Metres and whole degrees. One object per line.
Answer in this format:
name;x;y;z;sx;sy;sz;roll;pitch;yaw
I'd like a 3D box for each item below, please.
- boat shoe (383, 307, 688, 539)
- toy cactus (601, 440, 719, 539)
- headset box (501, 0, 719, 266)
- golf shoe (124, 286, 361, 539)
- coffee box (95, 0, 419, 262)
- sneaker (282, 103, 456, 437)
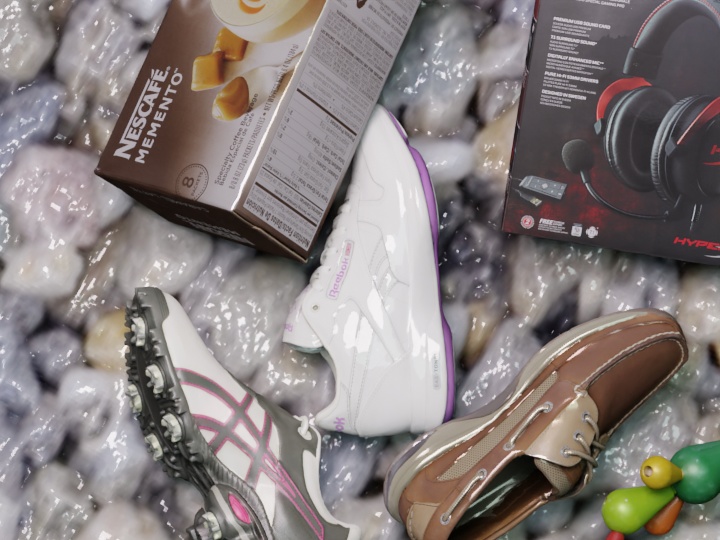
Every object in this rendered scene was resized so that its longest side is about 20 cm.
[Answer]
boat shoe;0.110;0.100;1.549;0.200;0.076;0.072;-37;46;2
toy cactus;0.237;0.121;1.553;0.199;0.102;0.166;2;70;10
headset box;0.169;-0.114;1.558;0.148;0.075;0.201;10;106;2
golf shoe;-0.076;0.097;1.572;0.088;0.077;0.201;-22;84;-22
coffee box;-0.054;-0.120;1.568;0.114;0.080;0.201;17;79;39
sneaker;0.000;0.000;1.577;0.099;0.075;0.201;-6;80;-2
